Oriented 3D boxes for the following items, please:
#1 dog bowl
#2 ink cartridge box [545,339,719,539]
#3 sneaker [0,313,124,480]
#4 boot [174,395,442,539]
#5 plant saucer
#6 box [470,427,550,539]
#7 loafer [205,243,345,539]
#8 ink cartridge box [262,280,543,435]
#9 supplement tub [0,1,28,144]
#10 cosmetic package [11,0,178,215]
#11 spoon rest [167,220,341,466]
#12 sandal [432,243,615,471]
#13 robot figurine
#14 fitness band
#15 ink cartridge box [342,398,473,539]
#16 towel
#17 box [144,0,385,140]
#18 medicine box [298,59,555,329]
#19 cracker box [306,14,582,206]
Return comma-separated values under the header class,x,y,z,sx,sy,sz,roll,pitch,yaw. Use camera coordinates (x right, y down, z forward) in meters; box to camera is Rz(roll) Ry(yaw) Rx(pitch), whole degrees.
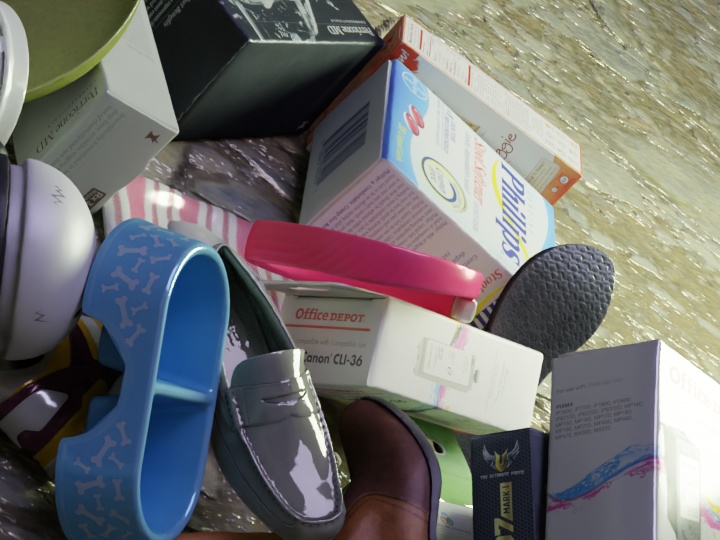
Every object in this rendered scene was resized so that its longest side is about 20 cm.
class,x,y,z,sx,sy,sz,roll,pitch,yaw
dog bowl,-0.125,0.070,1.274,0.049,0.201,0.111,6,-6,21
ink cartridge box,0.187,0.164,1.381,0.148,0.085,0.201,34,54,-47
sneaker,-0.174,0.046,1.362,0.090,0.075,0.200,46,26,-9
boot,-0.043,0.168,1.349,0.199,0.069,0.189,-5,60,-25
plant saucer,-0.239,-0.181,1.506,0.031,0.199,0.200,67,4,-48
box,0.145,0.199,1.430,0.200,0.051,0.158,21,63,-53
loafer,-0.062,0.075,1.328,0.070,0.070,0.200,-14,63,-32
ink cartridge box,0.017,0.063,1.516,0.200,0.116,0.068,21,76,-38
supplement tub,-0.322,-0.136,1.341,0.200,0.144,0.145,15,39,-43
cosmetic package,-0.204,-0.149,1.557,0.074,0.102,0.200,29,29,-38
spoon rest,-0.084,0.056,1.453,0.200,0.061,0.099,61,0,6
sandal,0.117,0.060,1.636,0.076,0.200,0.043,39,-7,-12
robot figurine,-0.254,-0.011,1.253,0.199,0.151,0.125,6,1,-13
fitness band,0.000,0.000,1.516,0.143,0.038,0.200,16,-5,-28
ink cartridge box,0.042,0.191,1.467,0.104,0.059,0.200,19,36,-39
towel,-0.102,0.000,1.571,0.200,0.030,0.147,22,34,-35
box,-0.121,-0.217,1.748,0.197,0.124,0.200,55,29,16
medicine box,0.057,-0.040,1.732,0.200,0.103,0.182,41,25,-19
cracker box,0.072,-0.105,1.833,0.200,0.134,0.058,35,28,-16
